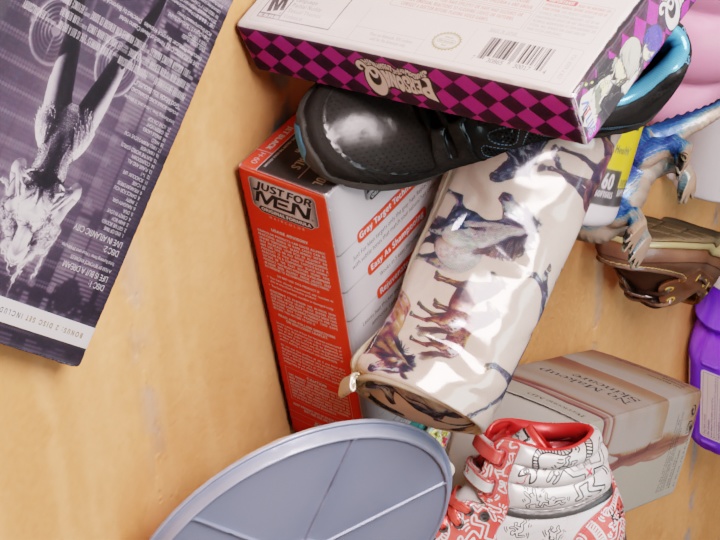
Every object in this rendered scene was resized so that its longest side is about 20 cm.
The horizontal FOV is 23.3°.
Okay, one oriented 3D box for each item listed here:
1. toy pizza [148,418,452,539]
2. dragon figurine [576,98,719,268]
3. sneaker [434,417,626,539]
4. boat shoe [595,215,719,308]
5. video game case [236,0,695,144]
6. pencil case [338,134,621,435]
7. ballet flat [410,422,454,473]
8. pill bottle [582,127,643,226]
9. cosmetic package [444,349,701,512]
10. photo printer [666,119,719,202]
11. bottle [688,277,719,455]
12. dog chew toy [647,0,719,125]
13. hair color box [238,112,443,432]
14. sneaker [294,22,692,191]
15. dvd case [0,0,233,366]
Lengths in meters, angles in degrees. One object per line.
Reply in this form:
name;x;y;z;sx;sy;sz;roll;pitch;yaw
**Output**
toy pizza;-0.041;0.147;0.967;0.199;0.032;0.201;-20;141;-17
dragon figurine;0.161;-0.070;1.124;0.200;0.099;0.059;-53;156;-3
sneaker;0.065;0.154;1.102;0.067;0.200;0.109;-105;-177;-74
boat shoe;0.229;-0.003;1.315;0.200;0.072;0.068;3;104;-61
video game case;0.068;-0.149;0.844;0.182;0.199;0.036;-52;139;-27
pencil case;0.063;-0.009;0.926;0.078;0.089;0.201;108;6;-81
ballet flat;0.044;0.089;1.071;0.064;0.075;0.200;45;68;-27
pill bottle;0.123;-0.136;1.026;0.114;0.114;0.201;-1;109;-57
cosmetic package;0.151;0.118;1.239;0.200;0.103;0.088;-8;115;-58
photo printer;0.306;-0.170;1.336;0.166;0.069;0.201;-28;131;-48
bottle;0.322;0.068;1.512;0.084;0.065;0.201;-42;141;-35
dog chew toy;0.220;-0.181;1.154;0.124;0.124;0.201;-33;143;-44
hair color box;0.000;0.000;0.965;0.102;0.061;0.201;-45;143;-35
sneaker;0.065;-0.092;0.854;0.082;0.199;0.074;141;-66;-79
dvd case;-0.131;-0.065;0.762;0.149;0.016;0.201;26;85;-61
